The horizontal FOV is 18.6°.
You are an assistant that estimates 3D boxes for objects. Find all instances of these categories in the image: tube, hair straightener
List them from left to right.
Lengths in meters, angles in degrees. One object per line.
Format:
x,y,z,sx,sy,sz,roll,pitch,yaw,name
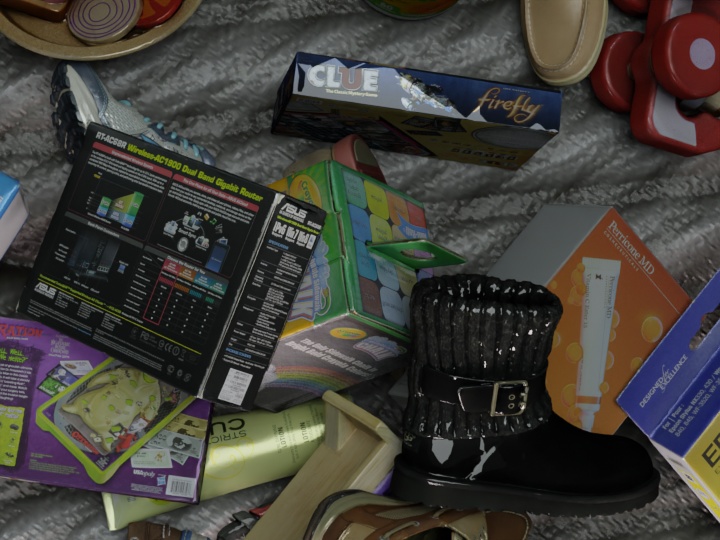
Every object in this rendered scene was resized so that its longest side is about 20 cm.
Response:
-0.099,0.138,1.652,0.200,0.052,0.058,-11,38,-6,tube
-0.020,0.192,1.656,0.200,0.041,0.077,-22,85,-17,hair straightener

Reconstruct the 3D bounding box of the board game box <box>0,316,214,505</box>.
-0.209,0.102,1.631,0.200,0.032,0.120,8,83,4,board game box

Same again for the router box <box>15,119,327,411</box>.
-0.134,-0.006,1.540,0.200,0.062,0.150,22,91,38,router box

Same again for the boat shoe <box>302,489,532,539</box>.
0.050,0.196,1.541,0.200,0.074,0.076,-1,112,-43,boat shoe

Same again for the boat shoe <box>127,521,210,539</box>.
-0.174,0.280,1.610,0.072,0.072,0.200,20,68,-1,boat shoe

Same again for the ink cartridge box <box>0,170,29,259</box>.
-0.366,-0.043,1.609,0.200,0.084,0.145,30,77,4,ink cartridge box

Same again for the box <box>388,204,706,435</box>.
0.141,0.063,1.652,0.124,0.097,0.200,47,72,-21,box

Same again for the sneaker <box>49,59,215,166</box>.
-0.163,-0.080,1.671,0.086,0.078,0.200,-32,95,-22,sneaker

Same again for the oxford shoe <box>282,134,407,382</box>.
0.000,0.000,1.691,0.075,0.070,0.200,-19,88,19,oxford shoe

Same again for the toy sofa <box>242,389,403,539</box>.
-0.035,0.195,1.581,0.200,0.083,0.098,-50,121,-9,toy sofa

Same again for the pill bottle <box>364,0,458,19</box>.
0.053,-0.268,1.662,0.111,0.200,0.111,1,81,-9,pill bottle

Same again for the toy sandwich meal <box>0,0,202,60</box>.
-0.210,-0.247,1.657,0.205,0.070,0.205,-1,59,1,toy sandwich meal

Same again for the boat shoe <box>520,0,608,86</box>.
0.151,-0.245,1.732,0.071,0.065,0.200,-7,74,24,boat shoe

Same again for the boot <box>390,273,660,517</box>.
0.125,0.087,1.532,0.211,0.079,0.158,4,102,-23,boot

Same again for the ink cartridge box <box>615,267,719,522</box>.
0.313,0.089,1.677,0.198,0.047,0.200,-50,126,-12,ink cartridge box

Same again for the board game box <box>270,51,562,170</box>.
0.039,-0.119,1.670,0.200,0.135,0.035,8,80,-8,board game box

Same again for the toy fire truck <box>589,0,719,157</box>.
0.284,-0.186,1.742,0.168,0.112,0.200,14,79,-25,toy fire truck

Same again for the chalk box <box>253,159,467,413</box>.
-0.023,0.006,1.575,0.200,0.124,0.124,-22,63,28,chalk box
